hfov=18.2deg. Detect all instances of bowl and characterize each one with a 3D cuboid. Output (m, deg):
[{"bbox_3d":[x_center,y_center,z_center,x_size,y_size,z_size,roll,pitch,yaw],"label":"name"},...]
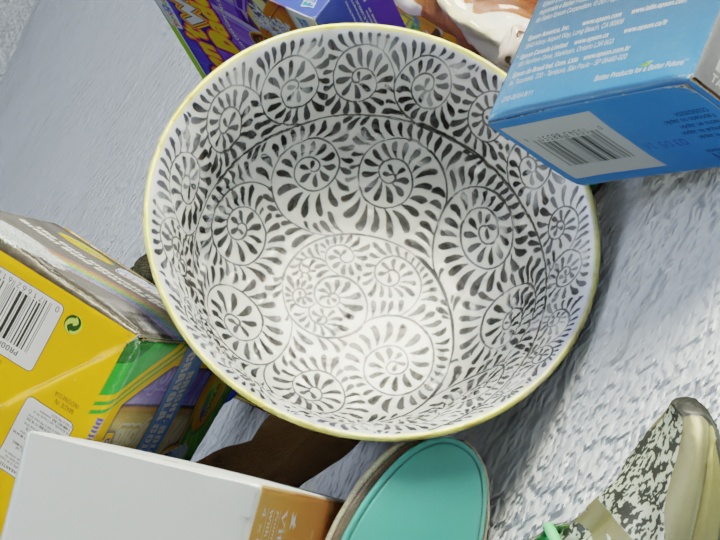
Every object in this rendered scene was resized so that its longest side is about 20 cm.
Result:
[{"bbox_3d":[0.000,0.000,1.002,0.094,0.200,0.202,106,-177,-62],"label":"bowl"}]

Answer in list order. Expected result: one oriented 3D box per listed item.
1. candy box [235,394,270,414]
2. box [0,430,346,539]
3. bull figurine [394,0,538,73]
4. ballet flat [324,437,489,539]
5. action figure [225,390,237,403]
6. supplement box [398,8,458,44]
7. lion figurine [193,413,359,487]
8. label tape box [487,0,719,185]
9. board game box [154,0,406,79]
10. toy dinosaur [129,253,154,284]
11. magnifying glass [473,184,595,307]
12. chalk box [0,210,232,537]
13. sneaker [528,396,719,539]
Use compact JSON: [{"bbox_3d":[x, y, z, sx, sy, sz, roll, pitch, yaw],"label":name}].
[{"bbox_3d":[-0.040,-0.017,1.353,0.201,0.056,0.117,-65,18,-5],"label":"candy box"},{"bbox_3d":[-0.074,0.142,0.922,0.200,0.097,0.125,33,-111,-76],"label":"box"},{"bbox_3d":[0.070,-0.148,1.112,0.065,0.121,0.200,-63,0,35],"label":"bull figurine"},{"bbox_3d":[-0.002,0.160,0.930,0.201,0.067,0.062,-68,11,-24],"label":"ballet flat"},{"bbox_3d":[-0.069,0.037,1.179,0.200,0.065,0.052,-44,-7,17],"label":"action figure"},{"bbox_3d":[0.006,-0.157,1.186,0.067,0.199,0.069,-52,14,29],"label":"supplement box"},{"bbox_3d":[-0.031,0.079,1.089,0.200,0.072,0.122,-53,7,-24],"label":"lion figurine"},{"bbox_3d":[0.147,-0.141,0.936,0.144,0.063,0.201,-5,58,60],"label":"label tape box"},{"bbox_3d":[-0.028,-0.104,1.123,0.134,0.200,0.045,28,72,32],"label":"board game box"},{"bbox_3d":[-0.113,0.016,1.289,0.200,0.077,0.102,-31,0,34],"label":"toy dinosaur"},{"bbox_3d":[0.107,-0.060,1.034,0.201,0.022,0.080,-59,16,13],"label":"magnifying glass"},{"bbox_3d":[-0.141,0.055,1.025,0.124,0.124,0.200,-59,-15,3],"label":"chalk box"},{"bbox_3d":[0.053,0.124,0.773,0.201,0.088,0.077,-59,16,9],"label":"sneaker"}]
